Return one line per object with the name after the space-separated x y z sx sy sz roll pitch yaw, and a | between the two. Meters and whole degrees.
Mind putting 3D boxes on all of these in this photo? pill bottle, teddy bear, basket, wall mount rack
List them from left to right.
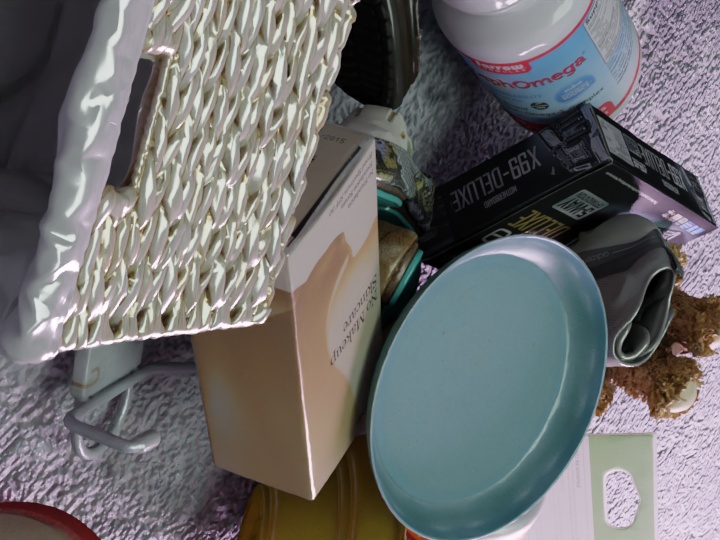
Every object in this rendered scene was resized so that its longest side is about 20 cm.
-0.133 -0.087 0.625 0.161 0.199 0.199 0 111 -57 | basket
-0.101 0.018 0.825 0.174 0.074 0.201 -34 138 -64 | wall mount rack
0.048 0.192 1.023 0.109 0.110 0.200 -28 155 -39 | pill bottle
0.111 -0.171 0.929 0.109 0.108 0.200 -62 150 -4 | pill bottle
0.194 0.044 1.036 0.067 0.200 0.145 29 103 -22 | teddy bear

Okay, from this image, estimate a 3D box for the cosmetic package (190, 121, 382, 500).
-0.040 0.022 0.789 0.105 0.071 0.201 -56 155 -38 | cosmetic package

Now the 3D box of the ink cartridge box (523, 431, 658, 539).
0.126 0.163 1.093 0.048 0.199 0.146 -84 167 -51 | ink cartridge box

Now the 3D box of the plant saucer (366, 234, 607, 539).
0.077 0.072 0.889 0.199 0.027 0.201 -14 113 -36 | plant saucer

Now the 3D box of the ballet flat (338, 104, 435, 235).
0.007 -0.065 0.883 0.072 0.072 0.200 -63 167 -3 | ballet flat

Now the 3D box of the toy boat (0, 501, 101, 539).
-0.196 0.225 0.807 0.131 0.130 0.201 -46 152 -75 | toy boat

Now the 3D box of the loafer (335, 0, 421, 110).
0.011 -0.188 0.841 0.071 0.073 0.201 -37 136 -33 | loafer

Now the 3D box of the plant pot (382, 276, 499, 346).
0.037 0.047 0.973 0.200 0.028 0.200 -41 172 -7 | plant pot

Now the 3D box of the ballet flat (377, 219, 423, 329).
0.000 0.000 0.920 0.068 0.072 0.200 -59 174 -5 | ballet flat

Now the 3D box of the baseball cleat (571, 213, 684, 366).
0.139 0.048 0.996 0.070 0.107 0.200 28 115 -33 | baseball cleat

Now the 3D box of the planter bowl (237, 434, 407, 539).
-0.039 0.196 0.956 0.083 0.200 0.202 13 102 -13 | planter bowl

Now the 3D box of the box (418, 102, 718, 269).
0.151 -0.040 1.044 0.157 0.050 0.200 -28 154 26 | box
